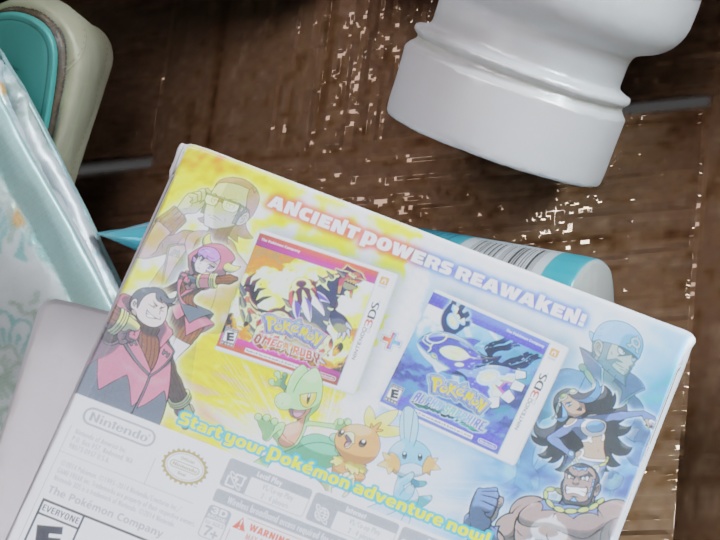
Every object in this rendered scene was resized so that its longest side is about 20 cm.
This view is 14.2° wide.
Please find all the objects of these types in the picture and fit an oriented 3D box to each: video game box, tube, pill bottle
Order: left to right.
[{"bbox_3d":[-0.007,0.072,1.015,0.199,0.047,0.183,21,73,8],"label":"video game box"},{"bbox_3d":[0.000,0.000,1.132,0.199,0.077,0.051,14,98,28],"label":"tube"},{"bbox_3d":[0.084,-0.140,1.103,0.114,0.114,0.201,25,100,33],"label":"pill bottle"}]

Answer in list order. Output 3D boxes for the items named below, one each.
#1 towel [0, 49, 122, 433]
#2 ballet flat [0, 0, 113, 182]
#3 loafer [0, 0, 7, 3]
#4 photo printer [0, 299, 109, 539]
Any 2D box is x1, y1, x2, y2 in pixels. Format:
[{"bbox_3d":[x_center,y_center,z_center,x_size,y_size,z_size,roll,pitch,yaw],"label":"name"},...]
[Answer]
[{"bbox_3d":[-0.176,0.032,1.157,0.171,0.048,0.201,-26,89,12],"label":"towel"},{"bbox_3d":[-0.150,-0.016,1.205,0.069,0.069,0.201,25,100,33],"label":"ballet flat"},{"bbox_3d":[-0.202,-0.062,1.251,0.068,0.070,0.201,-1,65,36],"label":"loafer"},{"bbox_3d":[-0.043,0.111,1.062,0.199,0.069,0.167,14,72,6],"label":"photo printer"}]
